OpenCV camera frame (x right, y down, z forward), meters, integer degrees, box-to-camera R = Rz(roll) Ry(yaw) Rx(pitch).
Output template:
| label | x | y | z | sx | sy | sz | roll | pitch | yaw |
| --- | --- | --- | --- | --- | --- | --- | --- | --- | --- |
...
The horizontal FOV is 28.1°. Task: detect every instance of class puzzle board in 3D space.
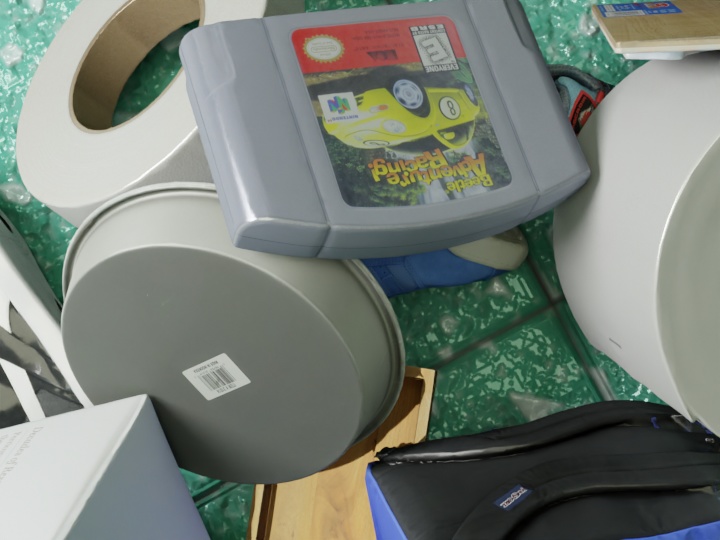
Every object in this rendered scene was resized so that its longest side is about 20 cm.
| label | x | y | z | sx | sy | sz | roll | pitch | yaw |
| --- | --- | --- | --- | --- | --- | --- | --- | --- | --- |
| puzzle board | 0.208 | -0.134 | 0.790 | 0.149 | 0.200 | 0.018 | -3 | 105 | 6 |

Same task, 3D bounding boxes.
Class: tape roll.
| label | x | y | z | sx | sy | sz | roll | pitch | yaw |
| --- | --- | --- | --- | --- | --- | --- | --- | --- | --- |
| tape roll | -0.119 | -0.116 | 0.838 | 0.202 | 0.037 | 0.204 | -24 | 48 | 29 |
| tape roll | 0.218 | -0.015 | 0.765 | 0.200 | 0.139 | 0.205 | -3 | 105 | -13 |

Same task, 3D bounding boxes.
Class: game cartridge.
| label | x | y | z | sx | sy | sz | roll | pitch | yaw |
| --- | --- | --- | --- | --- | --- | --- | --- | --- | --- |
| game cartridge | 0.017 | -0.074 | 0.742 | 0.198 | 0.041 | 0.134 | -10 | 70 | -22 |

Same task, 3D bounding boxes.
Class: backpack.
| label | x | y | z | sx | sy | sz | roll | pitch | yaw |
| --- | --- | --- | --- | --- | --- | --- | --- | --- | --- |
| backpack | 0.119 | 0.163 | 0.783 | 0.198 | 0.163 | 0.169 | -14 | 115 | -10 |

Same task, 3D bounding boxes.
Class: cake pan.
| label | x | y | z | sx | sy | sz | roll | pitch | yaw |
| --- | --- | --- | --- | --- | --- | --- | --- | --- | --- |
| cake pan | -0.075 | 0.044 | 0.779 | 0.198 | 0.202 | 0.037 | 14 | 42 | 7 |

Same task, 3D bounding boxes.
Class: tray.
| label | x | y | z | sx | sy | sz | roll | pitch | yaw |
| --- | --- | --- | --- | --- | --- | --- | --- | --- | --- |
| tray | -0.016 | 0.153 | 0.862 | 0.098 | 0.037 | 0.202 | 8 | 86 | 7 |

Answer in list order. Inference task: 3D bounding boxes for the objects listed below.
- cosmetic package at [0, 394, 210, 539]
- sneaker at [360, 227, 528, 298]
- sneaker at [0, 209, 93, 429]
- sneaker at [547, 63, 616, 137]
| label | x | y | z | sx | sy | sz | roll | pitch | yaw |
| --- | --- | --- | --- | --- | --- | --- | --- | --- | --- |
| cosmetic package | -0.192 | 0.196 | 0.769 | 0.198 | 0.167 | 0.169 | -15 | 111 | 16 |
| sneaker | -0.001 | -0.001 | 0.837 | 0.077 | 0.198 | 0.112 | 54 | 125 | 42 |
| sneaker | -0.241 | 0.038 | 0.877 | 0.111 | 0.073 | 0.201 | -35 | 83 | 0 |
| sneaker | 0.128 | -0.074 | 0.838 | 0.198 | 0.096 | 0.080 | 14 | 86 | 7 |
